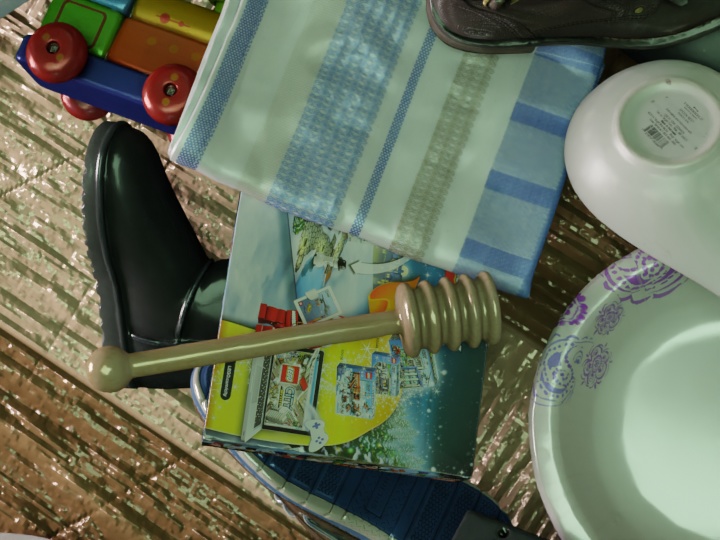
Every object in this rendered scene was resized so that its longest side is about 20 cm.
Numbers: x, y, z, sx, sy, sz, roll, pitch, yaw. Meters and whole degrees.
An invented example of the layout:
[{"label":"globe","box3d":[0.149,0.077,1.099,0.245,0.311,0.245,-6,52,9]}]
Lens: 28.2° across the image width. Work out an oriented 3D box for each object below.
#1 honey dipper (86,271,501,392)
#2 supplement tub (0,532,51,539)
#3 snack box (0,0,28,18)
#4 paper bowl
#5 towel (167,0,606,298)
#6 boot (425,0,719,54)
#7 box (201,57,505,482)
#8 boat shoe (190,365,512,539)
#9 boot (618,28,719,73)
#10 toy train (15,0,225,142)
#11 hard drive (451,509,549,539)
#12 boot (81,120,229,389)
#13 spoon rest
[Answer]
[{"label":"honey dipper","box3d":[-0.032,0.032,0.690,0.199,0.038,0.038,-8,90,-8]},{"label":"supplement tub","box3d":[-0.226,0.259,0.803,0.144,0.145,0.201,0,92,10]},{"label":"snack box","box3d":[-0.222,-0.226,0.801,0.200,0.068,0.169,-31,63,8]},{"label":"paper bowl","box3d":[0.187,0.084,0.736,0.200,0.104,0.201,-1,80,7]},{"label":"towel","box3d":[0.016,-0.086,0.727,0.200,0.024,0.147,22,77,-4]},{"label":"boot","box3d":[0.110,-0.141,0.635,0.199,0.174,0.069,-12,88,3]},{"label":"box","box3d":[0.000,0.000,0.739,0.136,0.038,0.201,10,78,-6]},{"label":"boat shoe","box3d":[-0.015,0.116,0.782,0.200,0.072,0.072,38,58,-6]},{"label":"boot","box3d":[0.165,-0.206,0.759,0.168,0.076,0.200,28,85,-1]},{"label":"toy train","box3d":[-0.080,-0.124,0.806,0.200,0.085,0.116,20,81,8]},{"label":"hard drive","box3d":[0.138,0.197,0.688,0.200,0.140,0.033,18,51,21]},{"label":"boot","box3d":[-0.045,-0.002,0.790,0.199,0.066,0.165,4,119,13]},{"label":"spoon rest","box3d":[0.175,-0.024,0.685,0.099,0.061,0.200,-31,59,-5]}]
